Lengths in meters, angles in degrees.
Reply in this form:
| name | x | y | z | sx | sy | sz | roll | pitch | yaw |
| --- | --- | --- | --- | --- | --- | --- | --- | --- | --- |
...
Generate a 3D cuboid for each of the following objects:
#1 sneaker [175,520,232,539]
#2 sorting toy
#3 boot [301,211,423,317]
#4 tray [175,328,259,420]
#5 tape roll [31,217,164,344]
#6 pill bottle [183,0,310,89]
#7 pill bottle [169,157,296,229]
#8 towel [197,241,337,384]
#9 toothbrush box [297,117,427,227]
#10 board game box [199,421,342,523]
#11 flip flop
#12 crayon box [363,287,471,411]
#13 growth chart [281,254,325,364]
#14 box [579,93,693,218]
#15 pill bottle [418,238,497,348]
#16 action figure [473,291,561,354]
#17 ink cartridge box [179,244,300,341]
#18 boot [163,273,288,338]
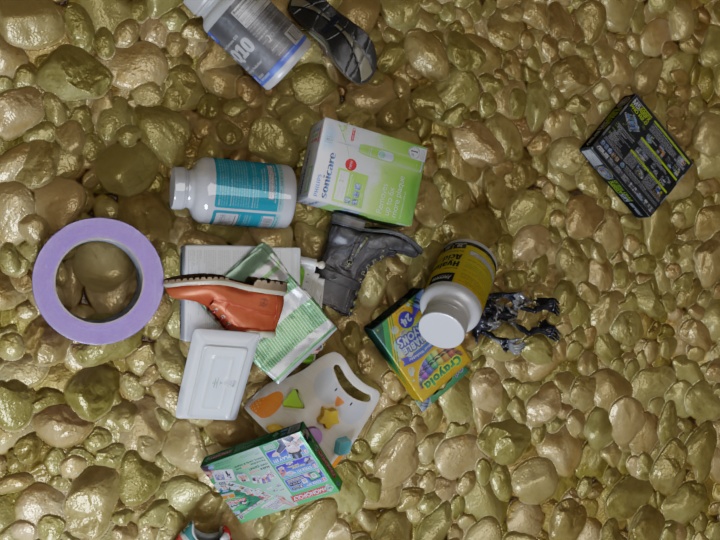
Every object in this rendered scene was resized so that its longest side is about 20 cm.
| name | x | y | z | sx | sy | sz | roll | pitch | yaw |
| --- | --- | --- | --- | --- | --- | --- | --- | --- | --- |
| sneaker | -0.223 | 0.489 | 1.489 | 0.200 | 0.070 | 0.094 | 28 | 87 | -15 |
| sorting toy | -0.063 | 0.242 | 1.523 | 0.200 | 0.107 | 0.180 | 45 | 81 | -15 |
| boot | 0.000 | 0.000 | 1.583 | 0.200 | 0.069 | 0.174 | 18 | 89 | -15 |
| tray | -0.236 | 0.180 | 1.449 | 0.107 | 0.022 | 0.200 | 5 | 126 | -20 |
| tape roll | -0.420 | 0.016 | 1.410 | 0.200 | 0.085 | 0.200 | 0 | 89 | -21 |
| pill bottle | -0.190 | -0.411 | 1.478 | 0.200 | 0.114 | 0.114 | 42 | 77 | -15 |
| pill bottle | -0.214 | -0.130 | 1.471 | 0.200 | 0.111 | 0.111 | 4 | 89 | -21 |
| towel | -0.153 | 0.073 | 1.487 | 0.153 | 0.023 | 0.200 | -43 | 103 | -12 |
| toothbrush box | 0.002 | -0.170 | 1.565 | 0.200 | 0.086 | 0.146 | 14 | 85 | -18 |
| board game box | -0.148 | 0.339 | 1.467 | 0.200 | 0.029 | 0.135 | -22 | 112 | 20 |
| flip flop | -0.049 | -0.413 | 1.565 | 0.200 | 0.058 | 0.081 | 43 | 81 | 0 |
| crayon box | 0.115 | 0.148 | 1.625 | 0.126 | 0.052 | 0.200 | -38 | 103 | -16 |
| growth chart | -0.129 | 0.065 | 1.534 | 0.144 | 0.018 | 0.200 | 2 | 94 | -2 |
| box | 0.562 | -0.231 | 1.793 | 0.200 | 0.044 | 0.160 | 45 | 75 | -15 |
| pill bottle | 0.170 | 0.042 | 1.567 | 0.111 | 0.111 | 0.200 | 44 | 41 | -15 |
| action figure | 0.286 | 0.090 | 1.663 | 0.200 | 0.102 | 0.119 | 0 | 102 | -22 |
| ink cartridge box | -0.206 | 0.039 | 1.506 | 0.200 | 0.057 | 0.163 | 0 | 91 | -22 |
| boot | -0.221 | 0.058 | 1.422 | 0.200 | 0.075 | 0.107 | 8 | 94 | -17 |
